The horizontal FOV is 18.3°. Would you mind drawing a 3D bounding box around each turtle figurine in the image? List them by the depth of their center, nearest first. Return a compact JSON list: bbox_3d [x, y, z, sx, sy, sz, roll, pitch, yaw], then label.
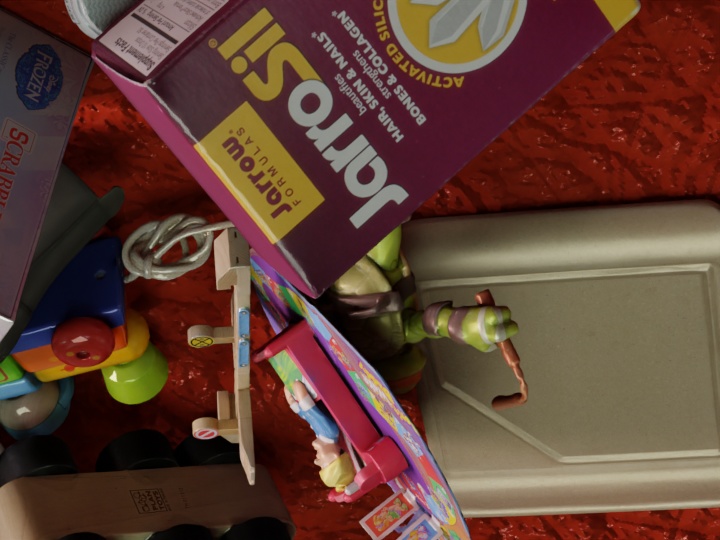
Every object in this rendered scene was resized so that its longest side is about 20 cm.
[{"bbox_3d":[0.000,0.000,1.159,0.199,0.064,0.162,15,124,53],"label":"turtle figurine"}]

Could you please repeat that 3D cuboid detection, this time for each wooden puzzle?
[{"bbox_3d":[0.120,0.049,1.241,0.183,0.037,0.201,-4,125,11],"label":"wooden puzzle"}]

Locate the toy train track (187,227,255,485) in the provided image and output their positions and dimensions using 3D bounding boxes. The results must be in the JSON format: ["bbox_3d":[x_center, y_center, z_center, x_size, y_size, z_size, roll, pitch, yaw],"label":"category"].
[{"bbox_3d":[-0.074,0.038,1.176,0.032,0.115,0.200,-3,151,-5],"label":"toy train track"}]

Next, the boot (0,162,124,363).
[{"bbox_3d":[-0.232,-0.031,1.193,0.199,0.139,0.078,34,167,22],"label":"boot"}]

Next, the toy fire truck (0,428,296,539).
[{"bbox_3d":[-0.154,0.183,1.316,0.175,0.129,0.201,-2,134,-33],"label":"toy fire truck"}]

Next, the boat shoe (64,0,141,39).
[{"bbox_3d":[-0.046,-0.147,1.068,0.198,0.067,0.074,-3,104,-16],"label":"boat shoe"}]

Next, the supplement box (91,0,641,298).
[{"bbox_3d":[0.001,-0.109,1.000,0.200,0.103,0.131,-42,114,-5],"label":"supplement box"}]

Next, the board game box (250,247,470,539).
[{"bbox_3d":[-0.017,0.080,1.181,0.039,0.200,0.159,-35,137,-12],"label":"board game box"}]

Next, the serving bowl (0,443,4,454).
[{"bbox_3d":[-0.301,0.116,1.289,0.199,0.066,0.201,14,144,11],"label":"serving bowl"}]

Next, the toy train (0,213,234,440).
[{"bbox_3d":[-0.134,0.032,1.233,0.199,0.085,0.116,-14,143,11],"label":"toy train"}]

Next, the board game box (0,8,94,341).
[{"bbox_3d":[-0.239,-0.075,1.063,0.199,0.201,0.041,28,130,-16],"label":"board game box"}]
